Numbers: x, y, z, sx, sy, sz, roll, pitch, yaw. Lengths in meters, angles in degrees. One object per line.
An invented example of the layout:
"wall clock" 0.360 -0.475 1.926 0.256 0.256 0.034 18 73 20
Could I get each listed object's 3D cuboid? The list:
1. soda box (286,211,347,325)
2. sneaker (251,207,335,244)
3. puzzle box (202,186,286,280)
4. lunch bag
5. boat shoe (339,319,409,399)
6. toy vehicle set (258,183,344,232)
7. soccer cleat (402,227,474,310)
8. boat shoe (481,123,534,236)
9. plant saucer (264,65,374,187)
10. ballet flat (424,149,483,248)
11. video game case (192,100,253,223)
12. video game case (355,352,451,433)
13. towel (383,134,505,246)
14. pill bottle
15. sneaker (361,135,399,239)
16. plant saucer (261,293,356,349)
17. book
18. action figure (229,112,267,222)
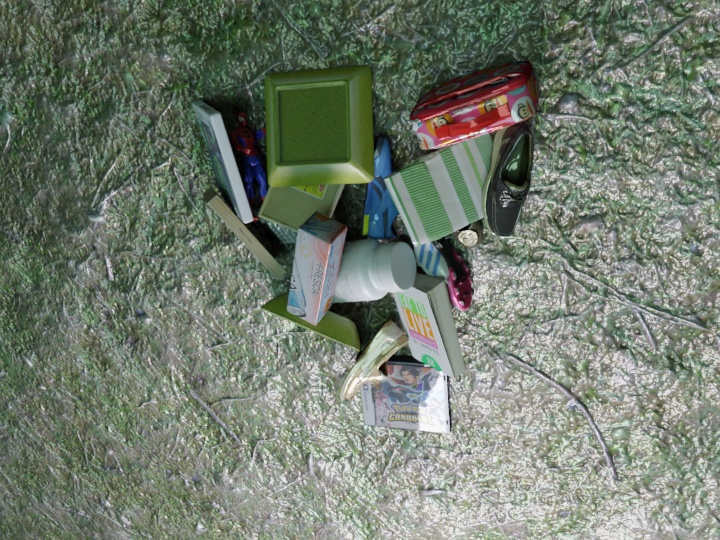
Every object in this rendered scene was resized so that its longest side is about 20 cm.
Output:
"soda box" -0.080 -0.001 1.260 0.068 0.064 0.202 25 132 15
"sneaker" -0.134 -0.097 1.378 0.198 0.082 0.075 14 155 31
"puzzle box" -0.227 -0.073 1.376 0.025 0.133 0.200 -42 111 -5
"lunch bag" 0.179 -0.255 1.117 0.198 0.177 0.083 -14 114 24
"boat shoe" 0.028 0.198 1.453 0.069 0.074 0.201 37 112 11
"toy vehicle set" -0.091 -0.167 1.284 0.123 0.027 0.202 23 91 4
"soccer cleat" 0.147 -0.014 1.337 0.086 0.070 0.202 -6 118 44
"boat shoe" 0.252 -0.148 1.197 0.071 0.066 0.203 -2 112 -13
"plant saucer" -0.078 -0.251 1.226 0.197 0.048 0.203 -1 93 13
"ballet flat" 0.165 -0.124 1.271 0.067 0.046 0.202 -16 111 24
"video game case" -0.256 -0.203 1.306 0.023 0.182 0.202 -21 116 -14
"video game case" 0.094 0.265 1.525 0.197 0.026 0.183 3 118 17
"towel" 0.155 -0.143 1.230 0.198 0.023 0.154 -27 112 0
"pill bottle" 0.000 0.000 1.333 0.198 0.114 0.115 -6 117 37
"sneaker" 0.047 -0.149 1.293 0.077 0.066 0.202 6 121 1
"plant saucer" -0.086 0.100 1.417 0.198 0.200 0.048 23 83 5
"book" 0.127 0.099 1.373 0.133 0.048 0.202 20 136 52
"action figure" -0.189 -0.200 1.301 0.099 0.065 0.203 -16 88 57
